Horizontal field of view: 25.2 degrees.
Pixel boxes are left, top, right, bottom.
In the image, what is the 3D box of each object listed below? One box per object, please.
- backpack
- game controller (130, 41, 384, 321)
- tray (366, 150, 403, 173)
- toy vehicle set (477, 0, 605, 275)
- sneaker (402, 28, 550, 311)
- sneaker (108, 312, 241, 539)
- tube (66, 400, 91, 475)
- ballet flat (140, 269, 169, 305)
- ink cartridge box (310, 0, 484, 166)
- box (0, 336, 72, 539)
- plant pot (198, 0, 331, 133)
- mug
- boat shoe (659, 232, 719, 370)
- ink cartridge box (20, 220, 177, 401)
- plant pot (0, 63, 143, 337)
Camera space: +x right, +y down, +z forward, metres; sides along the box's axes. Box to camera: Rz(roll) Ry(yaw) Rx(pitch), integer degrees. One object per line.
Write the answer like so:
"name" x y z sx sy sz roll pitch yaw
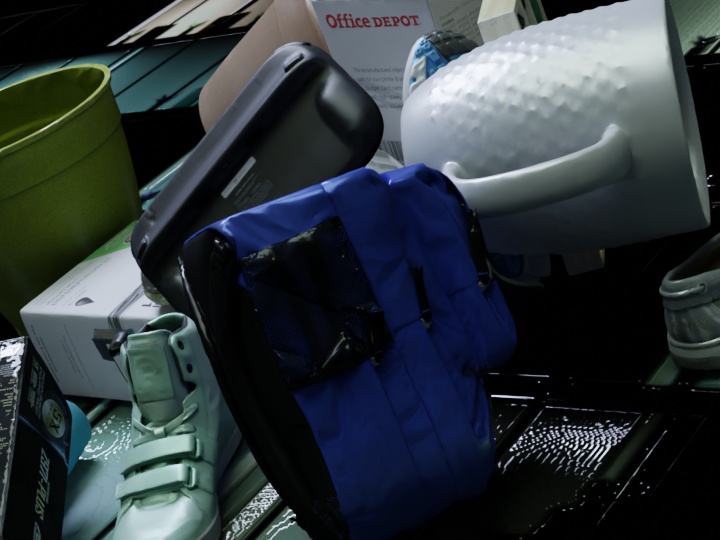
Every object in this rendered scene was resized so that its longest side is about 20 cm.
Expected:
"backpack" 0.004 0.049 0.913 0.167 0.201 0.162 -21 1 -8
"game controller" -0.072 -0.055 1.084 0.200 0.104 0.042 -49 -16 13
"tray" 0.019 -0.062 1.178 0.022 0.107 0.200 -52 -11 10
"toy vehicle set" 0.134 -0.111 1.151 0.026 0.201 0.124 -16 25 17
"sneaker" 0.067 -0.069 1.133 0.075 0.201 0.087 -19 12 -17
"sneaker" -0.134 0.107 1.019 0.073 0.119 0.201 -14 25 13
"tube" -0.245 0.168 1.086 0.077 0.051 0.200 -9 33 26
"ballet flat" -0.102 -0.036 1.194 0.066 0.057 0.200 10 42 21
"ink cartridge box" 0.062 -0.147 1.291 0.083 0.201 0.146 -35 27 -30
"box" -0.295 0.146 1.026 0.199 0.086 0.164 -12 43 7
"plant pot" -0.052 -0.169 1.490 0.174 0.201 0.201 -30 18 25
"mug" 0.115 -0.075 0.990 0.174 0.149 0.200 -11 15 16
"boat shoe" 0.253 -0.015 1.008 0.074 0.065 0.202 6 36 48
"ink cartridge box" -0.137 0.029 1.231 0.199 0.085 0.146 0 32 41
"plant pot" -0.268 -0.043 1.367 0.199 0.194 0.201 -18 24 8
